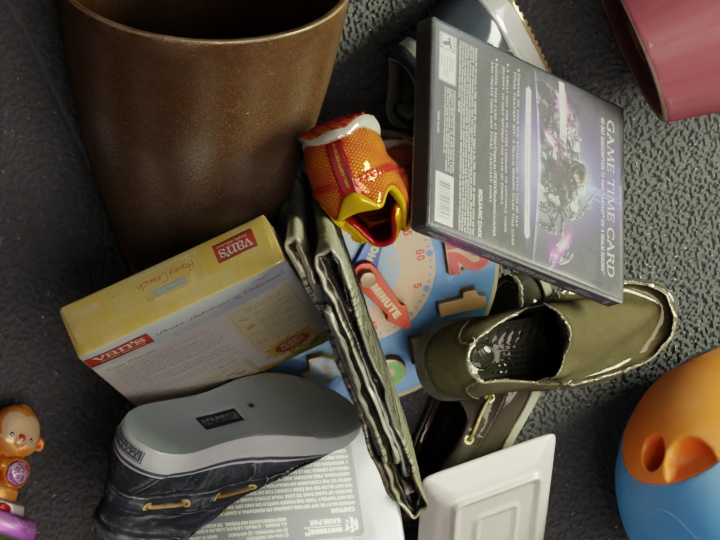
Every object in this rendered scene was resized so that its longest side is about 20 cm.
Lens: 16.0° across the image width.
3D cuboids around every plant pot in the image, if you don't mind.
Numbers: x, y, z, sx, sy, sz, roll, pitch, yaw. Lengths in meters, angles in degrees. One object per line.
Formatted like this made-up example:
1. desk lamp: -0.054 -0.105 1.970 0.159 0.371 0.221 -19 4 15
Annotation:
1. plant pot: -0.104 -0.099 1.640 0.186 0.187 0.201 -9 124 -22
2. plant pot: 0.265 -0.195 1.769 0.178 0.200 0.201 -24 116 0

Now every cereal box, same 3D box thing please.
1. cereal box: -0.100 0.034 1.658 0.143 0.200 0.040 -25 72 2

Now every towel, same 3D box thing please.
1. towel: -0.007 0.045 1.658 0.034 0.200 0.194 -19 107 1

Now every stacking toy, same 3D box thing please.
1. stacking toy: -0.255 0.185 1.702 0.116 0.110 0.201 23 85 -26

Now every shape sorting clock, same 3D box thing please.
1. shape sorting clock: 0.000 0.000 1.772 0.199 0.039 0.201 -5 108 -14

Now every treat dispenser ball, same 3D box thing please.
1. treat dispenser ball: 0.286 0.152 1.872 0.200 0.201 0.202 -8 109 -22

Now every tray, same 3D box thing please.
1. tray: 0.091 0.206 1.856 0.107 0.022 0.201 -19 138 -20

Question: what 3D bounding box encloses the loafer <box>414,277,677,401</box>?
1. loafer: 0.138 0.053 1.770 0.199 0.070 0.076 -15 96 -21

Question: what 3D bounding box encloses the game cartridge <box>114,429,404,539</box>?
1. game cartridge: -0.068 0.168 1.772 0.199 0.041 0.134 -2 79 -25

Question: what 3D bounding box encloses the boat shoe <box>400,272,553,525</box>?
1. boat shoe: 0.081 0.093 1.832 0.060 0.072 0.202 11 104 -31

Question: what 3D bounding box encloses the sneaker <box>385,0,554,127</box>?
1. sneaker: 0.091 -0.096 1.777 0.108 0.070 0.201 -37 111 -15

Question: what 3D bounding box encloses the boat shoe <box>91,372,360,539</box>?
1. boat shoe: -0.092 0.129 1.713 0.199 0.071 0.091 -6 132 -41

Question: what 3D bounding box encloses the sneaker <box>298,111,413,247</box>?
1. sneaker: 0.005 -0.048 1.648 0.073 0.200 0.078 -17 83 15

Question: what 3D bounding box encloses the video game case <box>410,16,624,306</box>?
1. video game case: 0.107 -0.069 1.692 0.199 0.019 0.144 21 64 -44
